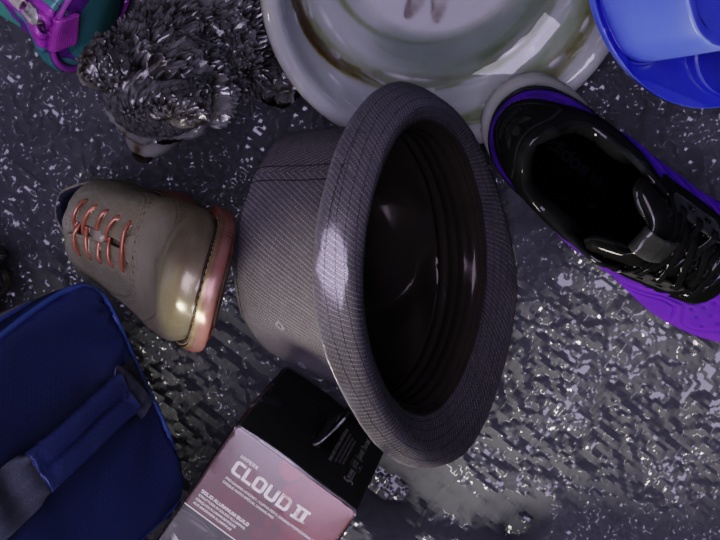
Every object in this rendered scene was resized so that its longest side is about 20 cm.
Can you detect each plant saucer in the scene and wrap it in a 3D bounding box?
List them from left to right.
[{"bbox_3d":[0.043,-0.159,0.977,0.198,0.050,0.202,-7,123,-11],"label":"plant saucer"}]

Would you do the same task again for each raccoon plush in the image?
[{"bbox_3d":[-0.083,-0.154,0.969,0.096,0.134,0.202,5,99,15],"label":"raccoon plush"}]

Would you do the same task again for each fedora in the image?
[{"bbox_3d":[0.000,0.000,0.972,0.089,0.200,0.178,4,64,27],"label":"fedora"}]

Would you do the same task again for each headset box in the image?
[{"bbox_3d":[-0.065,0.147,1.005,0.077,0.149,0.201,36,100,1],"label":"headset box"}]

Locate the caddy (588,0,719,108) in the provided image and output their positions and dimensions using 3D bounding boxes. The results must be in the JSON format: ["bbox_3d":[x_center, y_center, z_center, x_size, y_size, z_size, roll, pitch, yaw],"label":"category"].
[{"bbox_3d":[0.188,-0.177,0.943,0.140,0.105,0.202,16,91,-25],"label":"caddy"}]

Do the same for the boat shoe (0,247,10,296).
[{"bbox_3d":[-0.222,-0.008,1.051,0.065,0.070,0.202,-10,89,10],"label":"boat shoe"}]

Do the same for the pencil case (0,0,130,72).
[{"bbox_3d":[-0.209,-0.190,1.008,0.199,0.093,0.085,34,125,4],"label":"pencil case"}]

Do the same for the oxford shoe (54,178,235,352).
[{"bbox_3d":[-0.110,-0.006,0.960,0.073,0.200,0.072,15,92,-18],"label":"oxford shoe"}]

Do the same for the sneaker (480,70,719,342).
[{"bbox_3d":[0.144,-0.017,0.972,0.199,0.100,0.070,34,101,-10],"label":"sneaker"}]

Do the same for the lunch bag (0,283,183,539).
[{"bbox_3d":[-0.175,0.097,0.945,0.131,0.200,0.137,-15,107,33],"label":"lunch bag"}]
